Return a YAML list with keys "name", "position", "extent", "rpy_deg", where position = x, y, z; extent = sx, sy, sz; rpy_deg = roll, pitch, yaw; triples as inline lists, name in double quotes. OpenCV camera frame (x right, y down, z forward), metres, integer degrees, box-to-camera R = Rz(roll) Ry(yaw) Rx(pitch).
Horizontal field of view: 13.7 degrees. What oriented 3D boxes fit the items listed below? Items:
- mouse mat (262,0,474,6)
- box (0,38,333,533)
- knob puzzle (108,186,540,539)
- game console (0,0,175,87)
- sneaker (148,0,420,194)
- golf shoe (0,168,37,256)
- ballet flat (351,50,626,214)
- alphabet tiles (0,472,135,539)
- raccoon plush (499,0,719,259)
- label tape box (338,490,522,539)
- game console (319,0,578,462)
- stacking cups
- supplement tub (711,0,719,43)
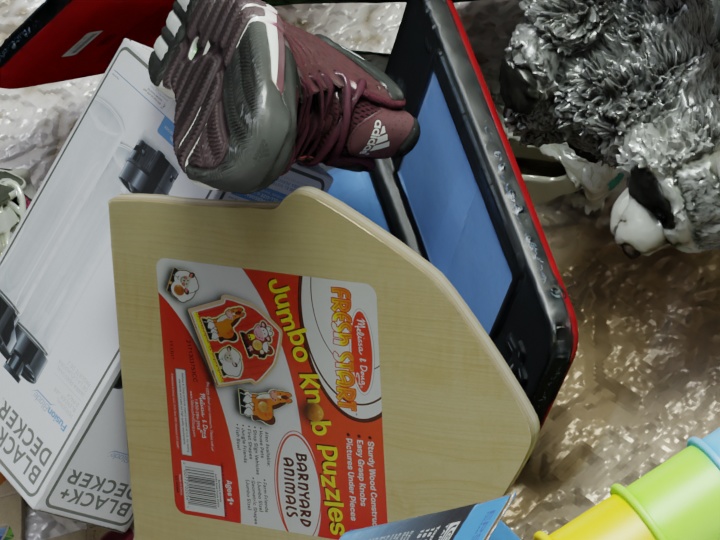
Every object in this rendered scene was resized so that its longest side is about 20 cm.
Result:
- name: "mouse mat"
  position: [0.056, -0.138, 1.447]
  extent: [0.161, 0.200, 0.008]
  rpy_deg: [-3, 94, 39]
- name: "box"
  position: [-0.110, 0.008, 1.404]
  extent: [0.117, 0.060, 0.200]
  rpy_deg: [43, 107, 43]
- name: "knob puzzle"
  position: [-0.012, 0.055, 1.314]
  extent: [0.219, 0.220, 0.030]
  rpy_deg: [2, 21, 27]
- name: "game console"
  position: [-0.097, -0.181, 1.512]
  extent: [0.172, 0.200, 0.119]
  rpy_deg: [-12, 84, -23]
- name: "sneaker"
  position: [-0.020, -0.071, 1.290]
  extent: [0.076, 0.115, 0.200]
  rpy_deg: [-62, 18, 15]
- name: "golf shoe"
  position: [-0.203, -0.021, 1.494]
  extent: [0.088, 0.077, 0.200]
  rpy_deg: [-17, 16, -4]
- name: "ballet flat"
  position: [0.045, -0.066, 1.461]
  extent: [0.200, 0.072, 0.072]
  rpy_deg: [8, 55, 32]
- name: "alphabet tiles"
  position: [-0.180, 0.088, 1.476]
  extent: [0.167, 0.008, 0.200]
  rpy_deg: [-16, 46, 12]
- name: "raccoon plush"
  position: [0.148, -0.102, 1.297]
  extent: [0.134, 0.097, 0.200]
  rpy_deg: [25, 100, 30]
- name: "label tape box"
  position: [0.013, 0.170, 1.187]
  extent: [0.144, 0.063, 0.200]
  rpy_deg: [-58, 12, -18]
- name: "game console"
  position: [0.000, 0.000, 1.362]
  extent: [0.118, 0.172, 0.200]
  rpy_deg: [-10, 61, -18]
- name: "stacking cups"
  position: [0.172, 0.087, 1.284]
  extent: [0.200, 0.061, 0.061]
  rpy_deg: [-31, 45, -10]
- name: "supplement tub"
  position: [0.237, -0.089, 1.353]
  extent: [0.200, 0.123, 0.123]
  rpy_deg: [29, 67, 41]
